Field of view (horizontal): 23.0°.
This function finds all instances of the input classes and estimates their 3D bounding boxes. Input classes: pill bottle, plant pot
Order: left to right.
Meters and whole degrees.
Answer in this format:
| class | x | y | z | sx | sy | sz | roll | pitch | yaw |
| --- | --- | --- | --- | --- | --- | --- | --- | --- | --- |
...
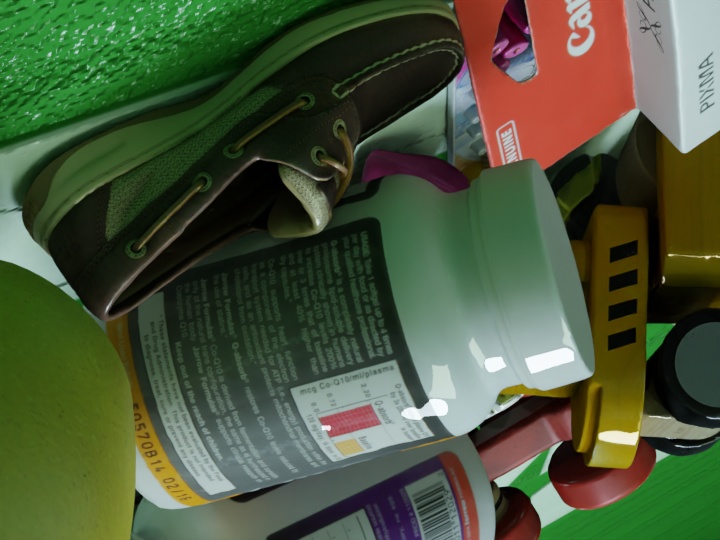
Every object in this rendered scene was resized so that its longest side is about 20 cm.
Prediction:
| class | x | y | z | sx | sy | sz | roll | pitch | yaw |
| --- | --- | --- | --- | --- | --- | --- | --- | --- | --- |
| plant pot | -0.160 | 0.074 | 0.641 | 0.200 | 0.199 | 0.142 | -56 | 180 | 43 |
| pill bottle | -0.041 | 0.137 | 0.860 | 0.199 | 0.112 | 0.112 | -21 | 155 | -34 |
| pill bottle | -0.008 | 0.025 | 0.754 | 0.199 | 0.117 | 0.116 | -15 | 164 | 13 |

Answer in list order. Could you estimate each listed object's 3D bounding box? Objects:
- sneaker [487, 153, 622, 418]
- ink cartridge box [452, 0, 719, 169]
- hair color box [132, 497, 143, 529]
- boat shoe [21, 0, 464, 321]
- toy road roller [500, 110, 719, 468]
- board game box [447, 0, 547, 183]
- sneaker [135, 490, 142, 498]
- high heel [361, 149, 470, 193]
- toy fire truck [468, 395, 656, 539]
| class | x | y | z | sx | sy | sz | roll | pitch | yaw |
| --- | --- | --- | --- | --- | --- | --- | --- | --- | --- |
| sneaker | 0.088 | 0.022 | 1.017 | 0.200 | 0.074 | 0.085 | -45 | 175 | -16 |
| ink cartridge box | 0.128 | -0.123 | 0.776 | 0.173 | 0.044 | 0.200 | -34 | 146 | -10 |
| hair color box | -0.108 | 0.142 | 0.962 | 0.099 | 0.061 | 0.199 | -5 | -178 | 38 |
| boat shoe | -0.033 | -0.042 | 0.710 | 0.199 | 0.072 | 0.072 | -27 | 155 | -21 |
| toy road roller | 0.133 | 0.002 | 0.926 | 0.145 | 0.201 | 0.123 | 3 | 166 | 1 |
| board game box | 0.132 | -0.119 | 0.884 | 0.199 | 0.026 | 0.200 | -32 | 160 | -10 |
| sneaker | -0.053 | 0.042 | 0.890 | 0.200 | 0.075 | 0.106 | -35 | 167 | 23 |
| high heel | 0.000 | 0.000 | 0.927 | 0.200 | 0.096 | 0.068 | -32 | -148 | 57 |
| toy fire truck | 0.083 | 0.090 | 1.114 | 0.199 | 0.112 | 0.168 | -32 | -162 | 3 |
